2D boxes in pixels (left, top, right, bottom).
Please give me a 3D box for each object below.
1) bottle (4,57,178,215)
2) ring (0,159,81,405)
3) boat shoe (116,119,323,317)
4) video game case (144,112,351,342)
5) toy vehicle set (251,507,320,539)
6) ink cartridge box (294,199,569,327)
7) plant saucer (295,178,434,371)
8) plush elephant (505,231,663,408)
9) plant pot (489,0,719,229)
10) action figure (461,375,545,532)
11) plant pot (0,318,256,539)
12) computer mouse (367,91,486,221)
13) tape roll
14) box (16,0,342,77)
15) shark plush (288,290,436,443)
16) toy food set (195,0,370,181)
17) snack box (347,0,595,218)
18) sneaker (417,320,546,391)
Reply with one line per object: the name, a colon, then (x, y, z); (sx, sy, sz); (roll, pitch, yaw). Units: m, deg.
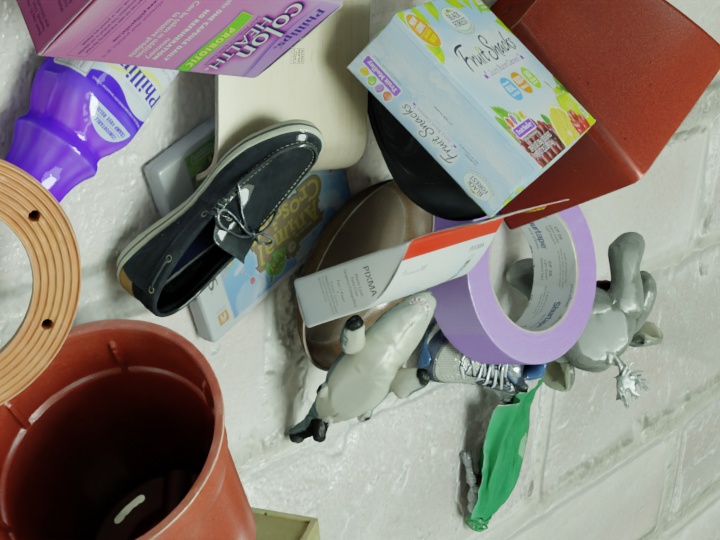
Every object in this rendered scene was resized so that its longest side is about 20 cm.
bottle: (-0.189, -0.127, 0.976); (0.200, 0.065, 0.084); (-58, 142, -16)
ring: (-0.283, 0.013, 0.912); (0.200, 0.019, 0.201); (-13, 119, -24)
boat shoe: (-0.102, -0.038, 1.070); (0.200, 0.062, 0.075); (-40, 146, 5)
video game case: (-0.087, -0.065, 1.180); (0.200, 0.022, 0.182); (-43, 137, -33)
toy vehicle set: (-0.125, 0.269, 1.148); (0.200, 0.124, 0.027); (-56, 148, -55)
ink cartridge box: (0.066, -0.008, 1.181); (0.160, 0.200, 0.047); (-16, 89, -53)
plant saucer: (0.000, 0.000, 1.298); (0.200, 0.032, 0.201); (-40, 144, -37)
plush elephant: (0.270, 0.063, 1.620); (0.164, 0.155, 0.201); (-22, 87, -5)
plant pot: (0.196, -0.187, 1.331); (0.176, 0.200, 0.200); (48, 59, -14)
action figure: (0.157, 0.224, 1.618); (0.118, 0.055, 0.201); (-16, 125, -50)
plant pot: (-0.175, 0.174, 1.050); (0.201, 0.200, 0.195); (-52, 149, -23)
computer mouse: (0.044, -0.107, 1.215); (0.053, 0.200, 0.138); (-42, 147, 11)
tape roll: (0.160, -0.001, 1.442); (0.200, 0.066, 0.201); (3, 86, -41)
box: (-0.136, -0.230, 0.893); (0.200, 0.097, 0.176); (-5, 66, -52)
shark plush: (0.005, 0.104, 1.275); (0.200, 0.091, 0.083); (-61, -178, 32)
toy food set: (-0.067, -0.175, 1.106); (0.143, 0.060, 0.201); (-7, 104, -35)
snack box: (0.099, -0.146, 1.147); (0.068, 0.169, 0.200); (-45, 176, 26)
sneaker: (0.139, 0.094, 1.504); (0.200, 0.085, 0.077); (-1, 107, -52)
